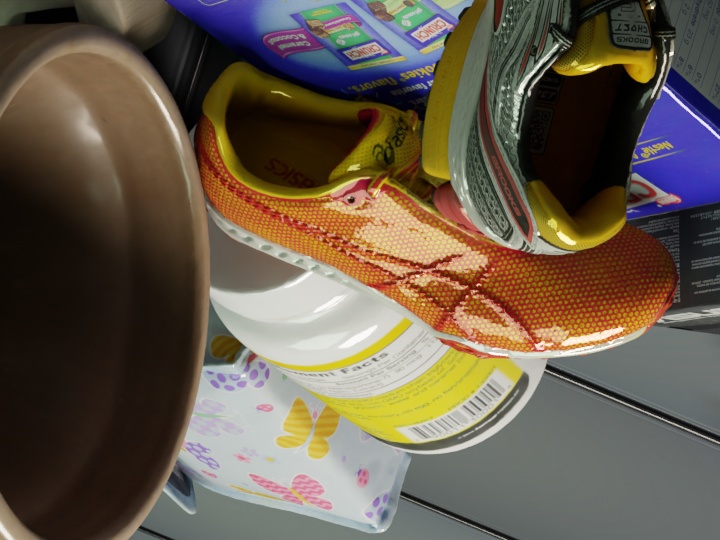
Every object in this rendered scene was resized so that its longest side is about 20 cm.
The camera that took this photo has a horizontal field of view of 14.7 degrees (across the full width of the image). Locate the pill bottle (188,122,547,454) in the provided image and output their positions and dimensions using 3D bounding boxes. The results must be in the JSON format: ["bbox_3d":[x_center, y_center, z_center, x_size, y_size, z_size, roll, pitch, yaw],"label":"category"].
[{"bbox_3d":[0.000,0.000,1.228,0.114,0.115,0.200,7,163,28],"label":"pill bottle"}]

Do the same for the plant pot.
[{"bbox_3d":[-0.174,0.006,1.049,0.174,0.201,0.200,2,150,25],"label":"plant pot"}]

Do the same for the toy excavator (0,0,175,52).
[{"bbox_3d":[-0.176,-0.093,1.241,0.194,0.100,0.201,31,135,23],"label":"toy excavator"}]

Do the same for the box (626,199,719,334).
[{"bbox_3d":[0.223,-0.005,1.090,0.161,0.049,0.200,10,167,-38],"label":"box"}]

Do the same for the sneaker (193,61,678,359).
[{"bbox_3d":[0.026,-0.021,1.074,0.199,0.073,0.077,17,150,8],"label":"sneaker"}]

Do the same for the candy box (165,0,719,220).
[{"bbox_3d":[0.049,-0.098,1.073,0.200,0.077,0.169,38,150,-30],"label":"candy box"}]

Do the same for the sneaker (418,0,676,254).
[{"bbox_3d":[0.078,-0.101,0.935,0.078,0.201,0.082,-2,-163,-28],"label":"sneaker"}]

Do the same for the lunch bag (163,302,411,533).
[{"bbox_3d":[-0.081,0.041,1.409,0.199,0.127,0.170,11,154,37],"label":"lunch bag"}]
